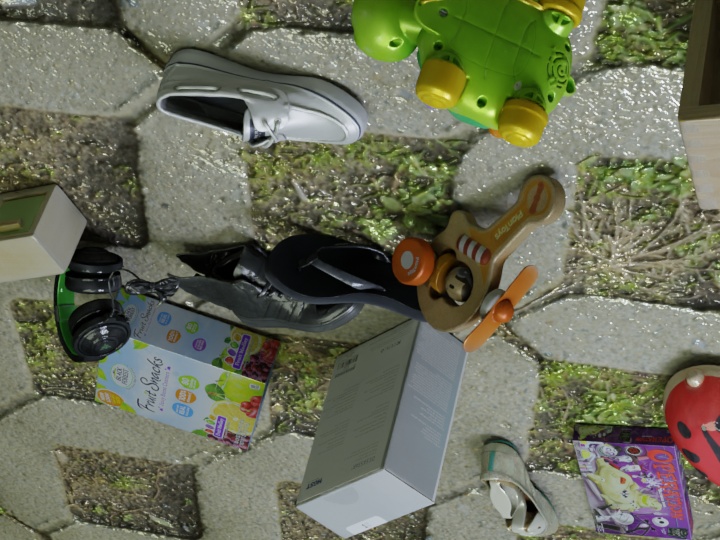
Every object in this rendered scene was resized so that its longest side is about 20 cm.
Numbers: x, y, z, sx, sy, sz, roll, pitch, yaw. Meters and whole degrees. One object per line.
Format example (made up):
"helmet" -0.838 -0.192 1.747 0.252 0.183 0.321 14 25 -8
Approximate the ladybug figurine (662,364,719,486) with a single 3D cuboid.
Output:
"ladybug figurine" 0.394 0.176 1.688 0.135 0.073 0.200 -16 132 37

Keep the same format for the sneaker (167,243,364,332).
"sneaker" -0.100 0.015 1.688 0.198 0.061 0.104 -3 143 32

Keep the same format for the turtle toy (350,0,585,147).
"turtle toy" 0.087 -0.186 1.310 0.198 0.147 0.101 23 165 -7

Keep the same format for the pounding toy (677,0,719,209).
"pounding toy" 0.362 -0.119 1.229 0.198 0.186 0.143 -2 140 23

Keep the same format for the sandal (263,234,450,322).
"sandal" 0.000 0.000 1.625 0.197 0.077 0.043 10 146 -8

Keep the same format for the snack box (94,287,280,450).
"snack box" -0.206 0.119 1.859 0.198 0.068 0.169 19 144 1

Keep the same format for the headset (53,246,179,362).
"headset" -0.276 0.032 1.733 0.093 0.125 0.199 -4 172 -32

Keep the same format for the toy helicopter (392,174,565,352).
"toy helicopter" 0.127 -0.012 1.523 0.078 0.133 0.200 10 136 -43

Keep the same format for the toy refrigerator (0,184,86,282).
"toy refrigerator" -0.406 -0.036 1.733 0.198 0.077 0.070 -7 138 29

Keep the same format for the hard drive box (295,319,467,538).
"hard drive box" 0.024 0.169 1.720 0.077 0.202 0.155 35 140 -24

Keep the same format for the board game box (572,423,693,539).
"board game box" 0.321 0.249 1.851 0.118 0.033 0.201 -2 139 18

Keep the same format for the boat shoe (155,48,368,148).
"boat shoe" -0.094 -0.145 1.477 0.197 0.066 0.074 13 143 6

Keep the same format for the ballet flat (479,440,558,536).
"ballet flat" 0.185 0.283 1.917 0.067 0.063 0.201 -6 138 28
